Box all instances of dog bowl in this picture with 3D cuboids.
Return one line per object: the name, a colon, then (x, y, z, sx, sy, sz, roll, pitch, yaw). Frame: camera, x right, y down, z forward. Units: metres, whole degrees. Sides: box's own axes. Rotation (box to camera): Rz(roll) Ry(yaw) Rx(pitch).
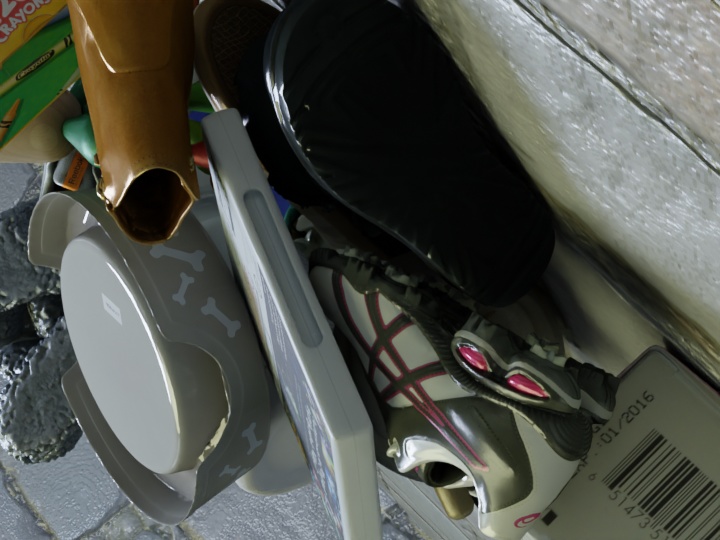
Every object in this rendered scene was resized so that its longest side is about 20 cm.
dog bowl: (-0.119, 0.041, 1.204, 0.200, 0.059, 0.201, 42, 144, 41)

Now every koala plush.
koala plush: (-0.194, 0.010, 1.523, 0.178, 0.183, 0.200, 56, -167, -4)

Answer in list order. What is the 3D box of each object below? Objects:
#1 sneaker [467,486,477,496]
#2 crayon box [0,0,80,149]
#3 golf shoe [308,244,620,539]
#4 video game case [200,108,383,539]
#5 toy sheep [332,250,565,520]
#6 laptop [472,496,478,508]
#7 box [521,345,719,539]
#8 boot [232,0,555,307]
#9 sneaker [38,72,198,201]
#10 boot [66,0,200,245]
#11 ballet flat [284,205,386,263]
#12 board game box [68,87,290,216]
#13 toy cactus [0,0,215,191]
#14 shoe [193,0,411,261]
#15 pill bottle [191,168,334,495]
sneaker: (0.108, 0.114, 1.243, 0.200, 0.079, 0.089, 36, 178, 5)
crayon box: (-0.196, -0.148, 1.137, 0.119, 0.200, 0.058, 43, 172, 26)
golf shoe: (0.027, 0.049, 0.978, 0.077, 0.088, 0.200, 19, -172, -39)
video game case: (-0.031, 0.041, 1.072, 0.200, 0.023, 0.182, 85, 163, -64)
toy sheep: (0.046, 0.052, 1.121, 0.138, 0.138, 0.200, 47, 178, -3)
laptop: (0.107, 0.116, 1.584, 0.200, 0.103, 0.177, -1, 138, 45)
box: (0.160, 0.144, 1.025, 0.128, 0.109, 0.200, 43, 172, 26)
boot: (-0.014, -0.074, 0.974, 0.168, 0.076, 0.200, 33, 171, 48)
sneaker: (-0.155, -0.092, 1.341, 0.074, 0.201, 0.079, 24, -158, 16)
boot: (-0.103, -0.112, 0.996, 0.201, 0.070, 0.145, 92, 169, -60)
ballet flat: (0.000, 0.000, 1.322, 0.070, 0.067, 0.200, 39, 179, -31)
board game box: (-0.125, -0.073, 1.549, 0.160, 0.097, 0.200, 50, 172, -24)
toy cactus: (-0.142, -0.095, 1.186, 0.200, 0.164, 0.103, -107, 8, -55)
shoe: (-0.037, -0.070, 1.130, 0.053, 0.070, 0.200, 6, 147, 43)
pill bottle: (-0.076, 0.030, 1.312, 0.200, 0.114, 0.114, 53, 177, 28)
